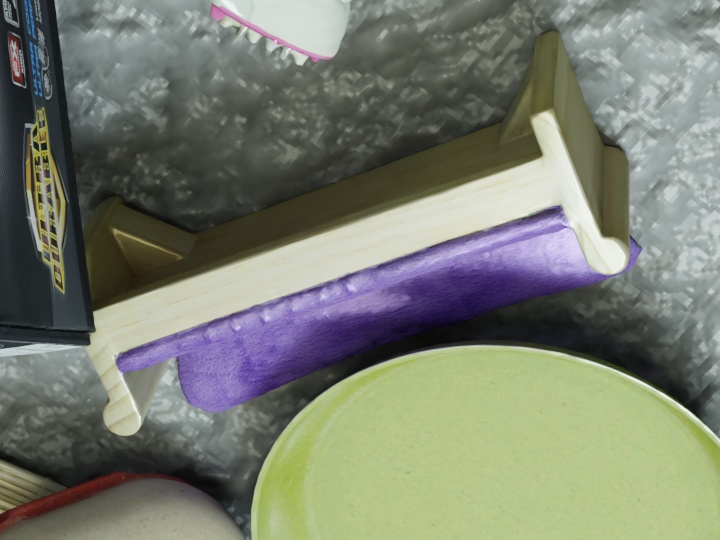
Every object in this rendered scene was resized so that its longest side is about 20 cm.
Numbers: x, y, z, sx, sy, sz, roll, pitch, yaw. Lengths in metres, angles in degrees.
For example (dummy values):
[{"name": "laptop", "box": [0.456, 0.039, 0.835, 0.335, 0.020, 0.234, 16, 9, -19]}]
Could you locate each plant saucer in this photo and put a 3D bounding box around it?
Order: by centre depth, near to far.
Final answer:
[{"name": "plant saucer", "box": [0.058, 0.100, 0.883, 0.199, 0.031, 0.201, 5, 126, 7]}]

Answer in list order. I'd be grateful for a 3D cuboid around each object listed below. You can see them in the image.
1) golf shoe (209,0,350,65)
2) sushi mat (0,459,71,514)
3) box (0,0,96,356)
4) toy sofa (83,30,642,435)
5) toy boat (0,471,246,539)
[{"name": "golf shoe", "box": [-0.055, -0.136, 0.739, 0.075, 0.200, 0.092, 45, 103, 31]}, {"name": "sushi mat", "box": [-0.219, 0.091, 0.936, 0.199, 0.012, 0.096, 22, 115, -4]}, {"name": "box", "box": [-0.142, -0.074, 0.710, 0.049, 0.198, 0.201, -7, 85, 9]}, {"name": "toy sofa", "box": [0.000, 0.000, 0.829, 0.199, 0.083, 0.098, -19, 110, 15]}, {"name": "toy boat", "box": [-0.105, 0.182, 0.914, 0.131, 0.130, 0.201, -7, 99, 57]}]
